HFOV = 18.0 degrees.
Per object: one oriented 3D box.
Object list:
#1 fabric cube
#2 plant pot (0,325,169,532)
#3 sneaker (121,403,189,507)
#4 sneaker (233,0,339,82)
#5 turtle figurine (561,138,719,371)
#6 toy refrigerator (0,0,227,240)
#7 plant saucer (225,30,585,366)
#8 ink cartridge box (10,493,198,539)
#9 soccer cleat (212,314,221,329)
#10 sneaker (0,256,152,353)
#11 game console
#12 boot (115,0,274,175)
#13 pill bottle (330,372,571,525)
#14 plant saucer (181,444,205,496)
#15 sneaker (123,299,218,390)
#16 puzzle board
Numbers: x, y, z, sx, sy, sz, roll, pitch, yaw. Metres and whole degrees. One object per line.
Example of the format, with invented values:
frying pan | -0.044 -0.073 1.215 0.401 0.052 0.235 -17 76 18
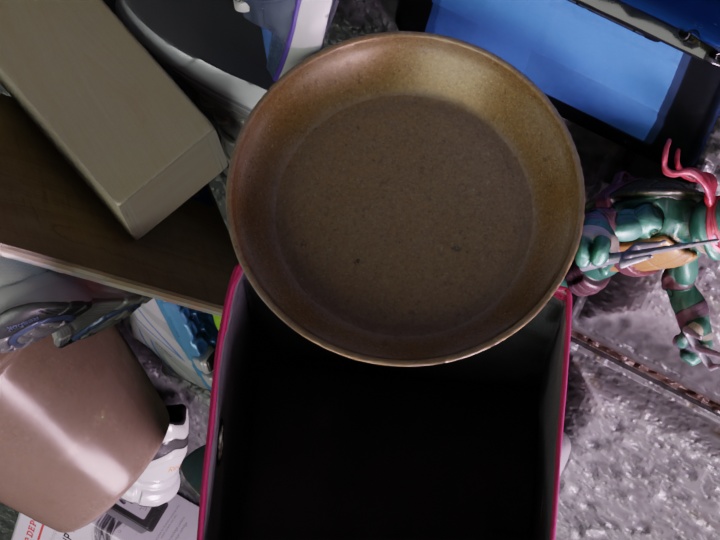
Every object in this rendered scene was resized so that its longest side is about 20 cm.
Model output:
fabric cube | 0.014 0.122 1.333 0.198 0.198 0.200 6 162 2
plant pot | -0.226 0.080 1.552 0.175 0.201 0.200 44 136 -16
sneaker | -0.212 0.092 1.670 0.199 0.074 0.080 26 123 2
sneaker | -0.076 -0.205 1.284 0.145 0.081 0.201 14 128 2
turtle figurine | 0.159 -0.005 1.323 0.199 0.101 0.150 -8 143 45
toy refrigerator | -0.173 -0.120 1.379 0.200 0.076 0.070 48 171 17
plant saucer | 0.025 -0.036 1.267 0.199 0.201 0.035 24 160 10
ink cartridge box | -0.202 0.205 1.754 0.199 0.068 0.116 29 137 5
soccer cleat | 0.000 0.000 1.455 0.199 0.081 0.068 -15 103 15
sneaker | -0.187 -0.002 1.403 0.074 0.200 0.088 -29 82 9
game console | 0.104 -0.127 1.242 0.199 0.171 0.119 26 110 8
boot | -0.075 -0.096 1.401 0.199 0.074 0.096 32 131 0
pill bottle | 0.029 0.118 1.501 0.199 0.117 0.117 26 137 9
plant saucer | -0.027 0.163 1.552 0.199 0.200 0.028 26 97 8
sneaker | -0.140 0.006 1.539 0.086 0.075 0.201 6 130 34
puzzle board | -0.161 -0.040 1.392 0.199 0.151 0.017 18 124 -38
